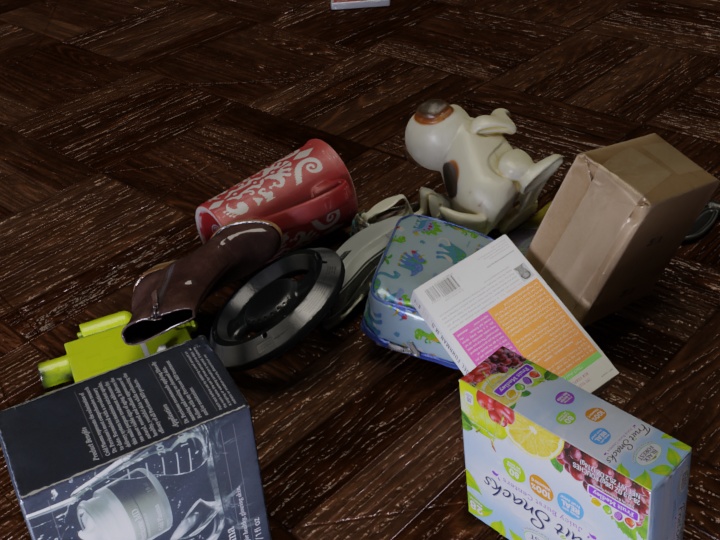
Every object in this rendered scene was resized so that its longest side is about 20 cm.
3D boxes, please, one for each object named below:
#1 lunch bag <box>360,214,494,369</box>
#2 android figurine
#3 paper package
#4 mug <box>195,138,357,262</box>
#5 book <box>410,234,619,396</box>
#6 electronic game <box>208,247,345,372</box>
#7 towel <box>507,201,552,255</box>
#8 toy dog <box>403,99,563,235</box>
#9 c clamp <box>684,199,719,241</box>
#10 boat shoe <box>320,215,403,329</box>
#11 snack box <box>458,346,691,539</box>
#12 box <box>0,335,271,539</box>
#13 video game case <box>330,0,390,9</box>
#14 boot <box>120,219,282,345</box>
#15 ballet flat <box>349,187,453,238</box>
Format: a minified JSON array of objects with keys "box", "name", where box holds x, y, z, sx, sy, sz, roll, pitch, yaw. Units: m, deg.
[{"box":[0.096,0.024,1.169,0.157,0.084,0.201,16,37,7],"name":"lunch bag"},{"box":[-0.280,0.110,1.151,0.196,0.042,0.182,-18,34,-15],"name":"android figurine"},{"box":[0.294,-0.046,1.120,0.103,0.193,0.198,42,37,26],"name":"paper package"},{"box":[-0.114,-0.090,1.325,0.198,0.178,0.135,-29,78,-26],"name":"mug"},{"box":[0.163,0.072,1.047,0.132,0.048,0.201,-28,68,-18],"name":"book"},{"box":[-0.103,0.045,1.165,0.198,0.042,0.201,-29,26,16],"name":"electronic game"},{"box":[0.251,-0.051,1.296,0.198,0.023,0.142,-31,21,-33],"name":"towel"},{"box":[0.145,-0.146,1.340,0.192,0.140,0.200,-35,69,-22],"name":"toy dog"},{"box":[0.439,-0.095,1.380,0.198,0.028,0.170,22,47,33],"name":"c clamp"},{"box":[0.000,0.000,1.258,0.070,0.065,0.200,-5,29,46],"name":"boat shoe"},{"box":[0.182,0.186,0.844,0.067,0.171,0.199,-31,41,-30],"name":"snack box"},{"box":[-0.192,0.197,0.852,0.193,0.204,0.124,-19,35,-20],"name":"box"},{"box":[0.001,-0.675,2.341,0.139,0.018,0.201,-3,33,3],"name":"video game case"},{"box":[-0.186,0.017,1.164,0.196,0.073,0.167,-21,24,7],"name":"boot"},{"box":[0.077,-0.078,1.362,0.196,0.073,0.072,-15,33,-15],"name":"ballet flat"}]
